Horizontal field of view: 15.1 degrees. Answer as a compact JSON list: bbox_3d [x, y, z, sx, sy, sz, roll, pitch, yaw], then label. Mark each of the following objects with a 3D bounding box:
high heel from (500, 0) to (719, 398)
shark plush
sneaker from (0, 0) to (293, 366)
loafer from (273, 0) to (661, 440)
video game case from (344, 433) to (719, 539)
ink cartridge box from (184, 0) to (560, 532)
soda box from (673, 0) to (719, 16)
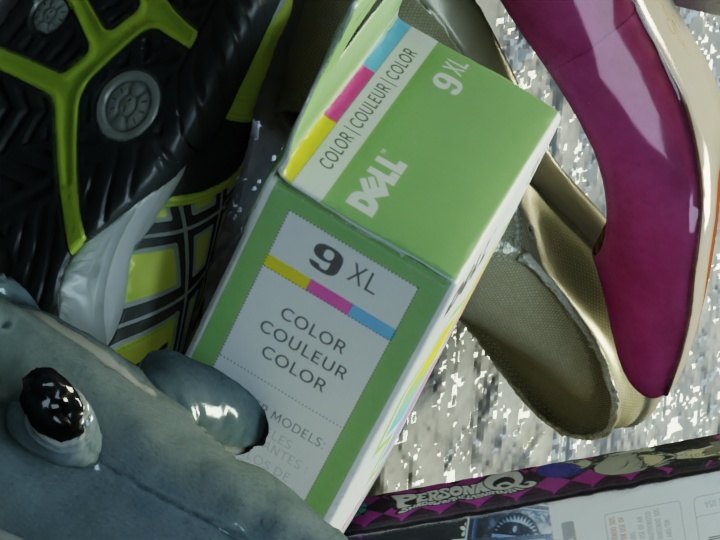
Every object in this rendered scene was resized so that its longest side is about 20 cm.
[{"bbox_3d":[0.061,-0.055,0.814,0.067,0.095,0.201,-64,155,-66],"label":"high heel"},{"bbox_3d":[-0.075,0.025,0.643,0.091,0.083,0.200,-46,112,-17],"label":"shark plush"},{"bbox_3d":[-0.071,-0.013,0.757,0.076,0.075,0.201,26,93,-58],"label":"sneaker"},{"bbox_3d":[0.029,-0.013,0.855,0.068,0.075,0.200,-48,123,-22],"label":"loafer"},{"bbox_3d":[0.053,0.162,0.860,0.180,0.036,0.201,-11,105,1],"label":"video game case"},{"bbox_3d":[0.000,0.000,0.745,0.201,0.059,0.104,-64,175,34],"label":"ink cartridge box"},{"bbox_3d":[0.108,-0.181,0.812,0.063,0.068,0.201,-26,121,-37],"label":"soda box"}]
